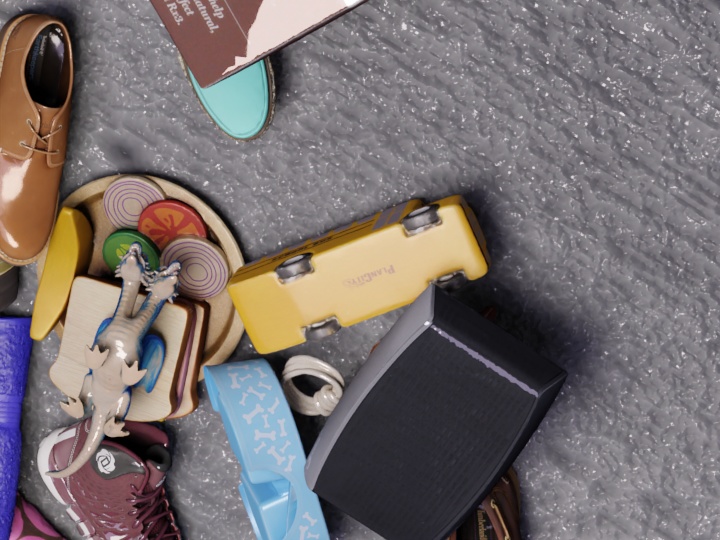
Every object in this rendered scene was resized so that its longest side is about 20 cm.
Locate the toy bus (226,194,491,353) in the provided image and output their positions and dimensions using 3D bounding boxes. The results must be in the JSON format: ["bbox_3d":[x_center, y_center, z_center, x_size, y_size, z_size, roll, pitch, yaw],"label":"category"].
[{"bbox_3d":[0.000,0.000,1.570,0.200,0.078,0.065,-21,103,16],"label":"toy bus"}]

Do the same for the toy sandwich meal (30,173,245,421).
[{"bbox_3d":[-0.185,0.023,1.644,0.205,0.070,0.205,5,109,15],"label":"toy sandwich meal"}]

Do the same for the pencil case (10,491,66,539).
[{"bbox_3d":[-0.269,0.286,1.751,0.200,0.091,0.094,51,127,-1],"label":"pencil case"}]

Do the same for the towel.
[{"bbox_3d":[-0.353,0.129,1.701,0.148,0.050,0.200,2,83,17],"label":"towel"}]

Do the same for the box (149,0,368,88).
[{"bbox_3d":[-0.055,-0.253,1.444,0.164,0.200,0.166,-26,98,23],"label":"box"}]

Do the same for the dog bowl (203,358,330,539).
[{"bbox_3d":[-0.072,0.158,1.627,0.050,0.111,0.200,-20,116,-10],"label":"dog bowl"}]

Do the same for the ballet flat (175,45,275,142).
[{"bbox_3d":[-0.118,-0.196,1.551,0.068,0.075,0.200,-26,103,8],"label":"ballet flat"}]

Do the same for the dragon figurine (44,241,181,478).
[{"bbox_3d":[-0.189,0.075,1.593,0.059,0.099,0.200,21,122,2],"label":"dragon figurine"}]

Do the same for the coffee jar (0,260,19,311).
[{"bbox_3d":[-0.338,-0.060,1.655,0.104,0.085,0.200,0,108,17],"label":"coffee jar"}]

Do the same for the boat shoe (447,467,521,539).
[{"bbox_3d":[0.100,0.252,1.635,0.070,0.070,0.200,-5,107,17],"label":"boat shoe"}]

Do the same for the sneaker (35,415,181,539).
[{"bbox_3d":[-0.177,0.201,1.684,0.116,0.076,0.200,-34,96,40],"label":"sneaker"}]

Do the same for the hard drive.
[{"bbox_3d":[0.050,0.120,1.519,0.135,0.042,0.200,34,119,-1],"label":"hard drive"}]

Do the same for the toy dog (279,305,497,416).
[{"bbox_3d":[0.047,0.086,1.599,0.200,0.096,0.132,-20,106,36],"label":"toy dog"}]

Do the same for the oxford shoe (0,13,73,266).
[{"bbox_3d":[-0.259,-0.102,1.589,0.071,0.071,0.200,2,92,-29],"label":"oxford shoe"}]
